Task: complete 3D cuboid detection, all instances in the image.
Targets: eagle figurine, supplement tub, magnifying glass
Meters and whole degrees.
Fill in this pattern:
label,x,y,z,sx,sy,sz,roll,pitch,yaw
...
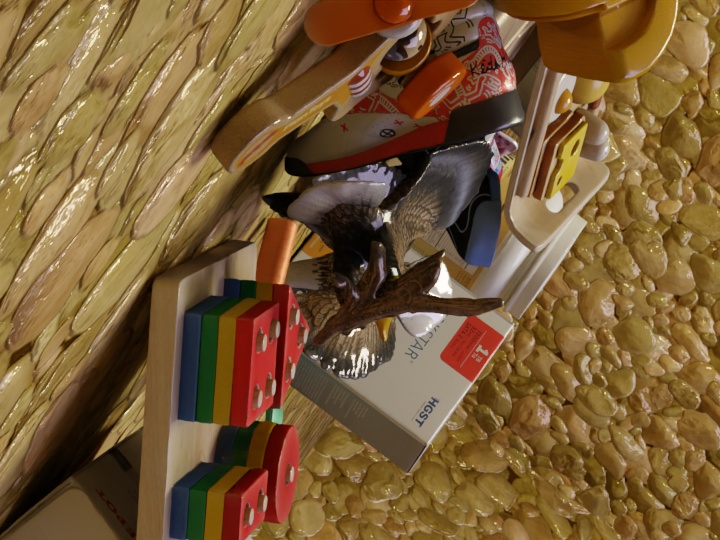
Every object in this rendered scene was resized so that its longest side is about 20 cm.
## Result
label,x,y,z,sx,sy,sz,roll,pitch,yaw
eagle figurine,0.011,-0.025,1.371,0.152,0.151,0.201,-59,-165,31
supplement tub,0.116,-0.058,2.021,0.145,0.199,0.144,-54,176,-6
magnifying glass,-0.082,0.058,1.486,0.022,0.079,0.202,36,65,-55
eagle figurine,-0.007,0.003,1.629,0.150,0.152,0.200,-33,179,-4

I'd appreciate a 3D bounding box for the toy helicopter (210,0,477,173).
label,x,y,z,sx,sy,sz,roll,pitch,yaw
toy helicopter,-0.007,-0.120,1.167,0.200,0.079,0.132,-37,173,-31

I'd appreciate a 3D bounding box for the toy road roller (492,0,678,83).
label,x,y,z,sx,sy,sz,roll,pitch,yaw
toy road roller,0.172,-0.212,1.299,0.199,0.147,0.123,-27,-154,-26

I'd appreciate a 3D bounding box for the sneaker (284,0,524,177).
label,x,y,z,sx,sy,sz,roll,pitch,yaw
sneaker,0.018,-0.130,1.337,0.200,0.109,0.067,-12,-175,44

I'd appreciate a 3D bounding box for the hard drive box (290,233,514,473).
label,x,y,z,sx,sy,sz,roll,pitch,yaw
hard drive box,0.014,0.058,1.821,0.156,0.199,0.077,-52,175,-28

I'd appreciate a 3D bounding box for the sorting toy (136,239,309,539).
label,x,y,z,sx,sy,sz,roll,pitch,yaw
sorting toy,-0.085,0.094,1.338,0.199,0.069,0.202,-36,131,-76

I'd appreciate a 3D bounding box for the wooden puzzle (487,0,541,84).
label,x,y,z,sx,sy,sz,roll,pitch,yaw
wooden puzzle,0.128,-0.213,1.442,0.186,0.046,0.200,-51,170,-14

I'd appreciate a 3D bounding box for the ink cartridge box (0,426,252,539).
label,x,y,z,sx,sy,sz,roll,pitch,yaw
ink cartridge box,-0.157,0.202,1.402,0.083,0.147,0.200,-37,178,14

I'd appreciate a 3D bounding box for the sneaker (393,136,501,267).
label,x,y,z,sx,sy,sz,roll,pitch,yaw
sneaker,0.068,-0.079,1.655,0.201,0.077,0.071,-98,-164,-48

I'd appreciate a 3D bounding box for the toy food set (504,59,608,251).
label,x,y,z,sx,sy,sz,roll,pitch,yaw
toy food set,0.184,-0.126,1.567,0.143,0.060,0.201,-43,153,-46

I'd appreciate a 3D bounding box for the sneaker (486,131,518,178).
label,x,y,z,sx,sy,sz,roll,pitch,yaw
sneaker,0.098,-0.138,1.807,0.071,0.112,0.200,-52,175,-26

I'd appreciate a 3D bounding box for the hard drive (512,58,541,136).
label,x,y,z,sx,sy,sz,roll,pitch,yaw
hard drive,0.152,-0.219,1.624,0.132,0.027,0.202,38,70,-49

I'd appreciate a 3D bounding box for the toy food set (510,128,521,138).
label,x,y,z,sx,sy,sz,roll,pitch,yaw
toy food set,0.159,-0.206,1.715,0.200,0.143,0.060,-51,-177,-31
